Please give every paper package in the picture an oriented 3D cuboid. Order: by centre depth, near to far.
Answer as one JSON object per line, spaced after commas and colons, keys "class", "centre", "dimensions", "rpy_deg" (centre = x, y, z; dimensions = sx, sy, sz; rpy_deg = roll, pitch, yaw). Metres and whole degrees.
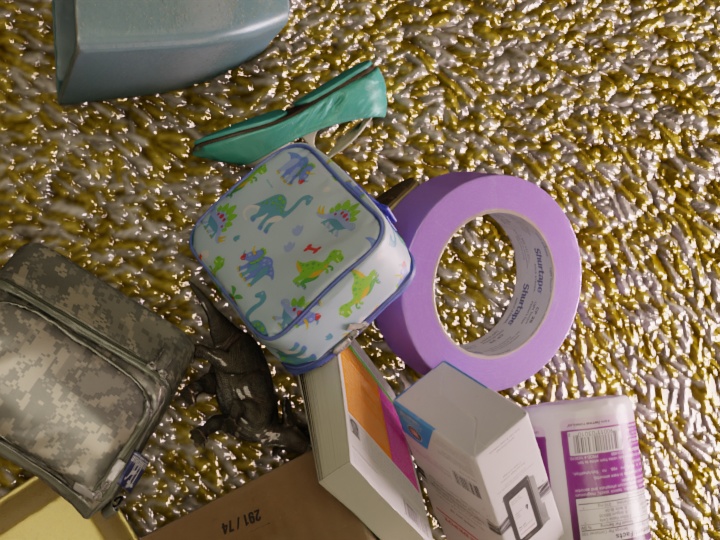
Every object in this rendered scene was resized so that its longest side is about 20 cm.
{"class": "paper package", "centre": [-0.063, 0.276, 1.113], "dimensions": [0.199, 0.104, 0.191], "rpy_deg": [-29, 54, 4]}

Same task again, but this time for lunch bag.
{"class": "lunch bag", "centre": [-0.260, 0.102, 1.108], "dimensions": [0.199, 0.140, 0.168], "rpy_deg": [33, 44, -6]}
{"class": "lunch bag", "centre": [-0.051, -0.016, 1.157], "dimensions": [0.161, 0.200, 0.083], "rpy_deg": [-43, 134, -1]}

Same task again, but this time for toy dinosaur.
{"class": "toy dinosaur", "centre": [-0.115, 0.106, 1.202], "dimensions": [0.102, 0.077, 0.201], "rpy_deg": [-16, 71, -52]}

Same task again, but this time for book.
{"class": "book", "centre": [0.005, 0.145, 1.135], "dimensions": [0.048, 0.201, 0.134], "rpy_deg": [-34, 122, 13]}

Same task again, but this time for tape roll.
{"class": "tape roll", "centre": [0.110, 0.009, 1.215], "dimensions": [0.198, 0.065, 0.202], "rpy_deg": [-4, 98, -28]}

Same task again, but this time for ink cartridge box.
{"class": "ink cartridge box", "centre": [0.112, 0.192, 1.166], "dimensions": [0.068, 0.116, 0.201], "rpy_deg": [-35, 129, -20]}

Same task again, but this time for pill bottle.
{"class": "pill bottle", "centre": [0.214, 0.223, 1.221], "dimensions": [0.111, 0.112, 0.202], "rpy_deg": [-6, 85, -10]}

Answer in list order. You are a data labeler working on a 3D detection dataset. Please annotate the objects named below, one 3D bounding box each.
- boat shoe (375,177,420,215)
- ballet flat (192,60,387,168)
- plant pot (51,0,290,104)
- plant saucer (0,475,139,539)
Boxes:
{"class": "boat shoe", "centre": [0.000, 0.000, 1.233], "dimensions": [0.067, 0.072, 0.200], "rpy_deg": [41, 82, -14]}
{"class": "ballet flat", "centre": [-0.060, -0.131, 1.238], "dimensions": [0.199, 0.067, 0.071], "rpy_deg": [-26, 103, -9]}
{"class": "plant pot", "centre": [-0.173, -0.267, 1.174], "dimensions": [0.198, 0.196, 0.198], "rpy_deg": [-2, 84, -18]}
{"class": "plant saucer", "centre": [-0.283, 0.296, 1.160], "dimensions": [0.199, 0.048, 0.201], "rpy_deg": [-32, 91, -12]}
